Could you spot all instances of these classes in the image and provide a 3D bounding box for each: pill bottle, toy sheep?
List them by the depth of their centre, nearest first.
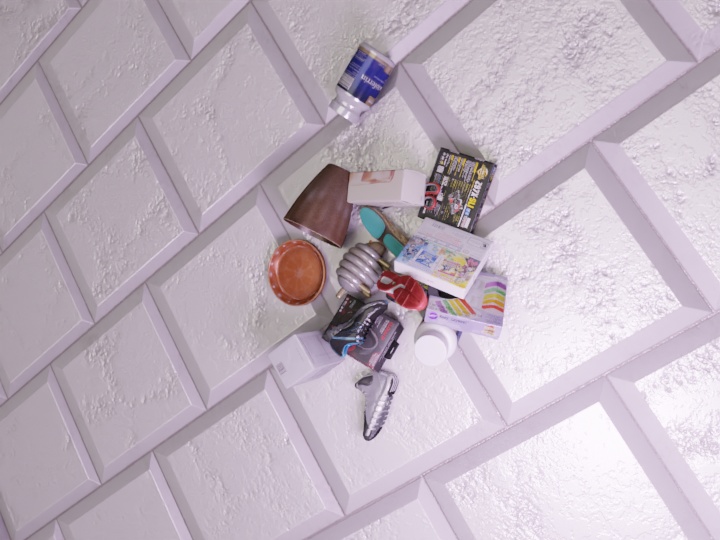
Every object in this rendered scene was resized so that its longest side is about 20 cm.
[{"bbox_3d":[0.200,0.164,1.595,0.110,0.200,0.112,6,110,17],"label":"pill bottle"},{"bbox_3d":[0.000,0.000,1.738,0.137,0.138,0.200,34,75,21],"label":"toy sheep"},{"bbox_3d":[0.000,-0.523,1.746,0.115,0.116,0.201,38,106,20],"label":"pill bottle"}]

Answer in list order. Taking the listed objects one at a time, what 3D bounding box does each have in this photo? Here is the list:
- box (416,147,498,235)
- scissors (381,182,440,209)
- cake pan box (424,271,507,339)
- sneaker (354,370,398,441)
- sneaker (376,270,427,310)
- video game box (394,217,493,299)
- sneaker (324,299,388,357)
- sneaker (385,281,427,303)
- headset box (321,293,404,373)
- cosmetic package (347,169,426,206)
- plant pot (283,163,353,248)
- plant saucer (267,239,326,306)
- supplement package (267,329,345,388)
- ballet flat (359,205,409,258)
[{"bbox_3d":[0.257,-0.211,1.663,0.159,0.049,0.202,21,99,21],"label":"box"},{"bbox_3d":[0.136,-0.203,1.703,0.199,0.014,0.074,5,89,45],"label":"scissors"},{"bbox_3d":[0.265,0.071,1.568,0.198,0.185,0.053,14,132,9],"label":"cake pan box"},{"bbox_3d":[0.025,0.372,1.765,0.115,0.075,0.201,22,89,28],"label":"sneaker"},{"bbox_3d":[0.135,0.065,1.593,0.079,0.115,0.200,-56,34,4],"label":"sneaker"},{"bbox_3d":[0.215,-0.036,1.594,0.199,0.182,0.047,23,142,22],"label":"video game box"},{"bbox_3d":[0.002,0.154,1.676,0.199,0.073,0.082,-37,69,11],"label":"sneaker"},{"bbox_3d":[0.166,0.052,1.701,0.198,0.075,0.077,-5,73,19],"label":"sneaker"},{"bbox_3d":[0.016,0.180,1.738,0.199,0.075,0.149,29,81,22],"label":"headset box"},{"bbox_3d":[0.069,-0.222,1.690,0.199,0.103,0.088,6,90,42],"label":"cosmetic package"},{"bbox_3d":[-0.093,-0.194,1.771,0.186,0.187,0.201,25,86,23],"label":"plant pot"},{"bbox_3d":[-0.190,0.007,1.880,0.199,0.032,0.202,0,91,25],"label":"plant saucer"},{"bbox_3d":[-0.149,0.248,1.768,0.109,0.200,0.114,-37,75,19],"label":"supplement package"},{"bbox_3d":[0.077,-0.105,1.738,0.200,0.065,0.071,51,125,17],"label":"ballet flat"}]
